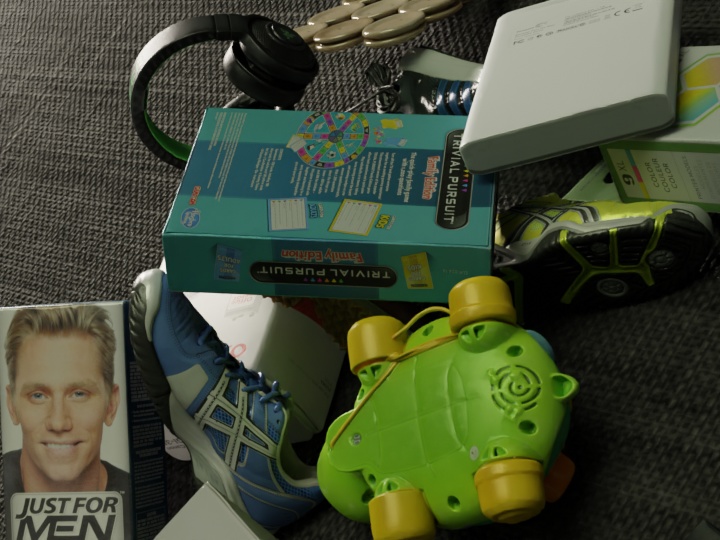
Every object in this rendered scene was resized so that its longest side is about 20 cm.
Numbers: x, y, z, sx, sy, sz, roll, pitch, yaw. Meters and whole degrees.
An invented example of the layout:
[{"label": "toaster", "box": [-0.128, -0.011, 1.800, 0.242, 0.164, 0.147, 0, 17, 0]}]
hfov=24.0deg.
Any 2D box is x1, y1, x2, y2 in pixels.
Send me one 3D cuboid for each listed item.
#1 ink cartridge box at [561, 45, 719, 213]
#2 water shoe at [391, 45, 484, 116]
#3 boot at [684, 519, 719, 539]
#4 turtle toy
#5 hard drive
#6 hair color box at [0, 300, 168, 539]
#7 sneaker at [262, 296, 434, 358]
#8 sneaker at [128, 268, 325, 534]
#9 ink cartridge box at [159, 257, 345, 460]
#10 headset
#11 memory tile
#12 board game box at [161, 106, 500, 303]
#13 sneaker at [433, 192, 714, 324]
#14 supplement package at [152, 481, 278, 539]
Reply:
[{"label": "ink cartridge box", "box": [0.218, -0.089, 1.056, 0.200, 0.059, 0.104, 7, 43, 49]}, {"label": "water shoe", "box": [0.089, -0.109, 1.241, 0.200, 0.071, 0.079, 28, 98, 58]}, {"label": "boot", "box": [0.146, 0.233, 0.818, 0.200, 0.066, 0.165, -40, 36, -1]}, {"label": "turtle toy", "box": [0.049, 0.098, 1.016, 0.200, 0.101, 0.146, -22, 64, 33]}, {"label": "hard drive", "box": [0.142, -0.134, 1.105, 0.132, 0.026, 0.200, -14, 28, 20]}, {"label": "hair color box", "box": [-0.189, 0.122, 1.157, 0.100, 0.061, 0.200, -4, 87, 19]}, {"label": "sneaker", "box": [0.000, 0.000, 1.135, 0.200, 0.075, 0.090, 35, 60, 12]}, {"label": "sneaker", "box": [-0.087, 0.082, 1.108, 0.077, 0.200, 0.076, -22, 19, 12]}, {"label": "ink cartridge box", "box": [-0.079, 0.027, 1.239, 0.146, 0.083, 0.200, -13, 45, 35]}, {"label": "headset", "box": [-0.070, -0.133, 1.245, 0.200, 0.124, 0.094, 3, 38, -12]}, {"label": "memory tile", "box": [0.032, -0.213, 1.360, 0.153, 0.017, 0.200, 0, 26, 41]}, {"label": "board game box", "box": [-0.013, -0.044, 1.083, 0.200, 0.047, 0.151, 3, 37, 6]}, {"label": "sneaker", "box": [0.132, -0.021, 1.082, 0.200, 0.075, 0.076, -11, 46, 36]}, {"label": "supplement package", "box": [-0.099, 0.251, 0.991, 0.200, 0.121, 0.120, -47, 34, -5]}]
